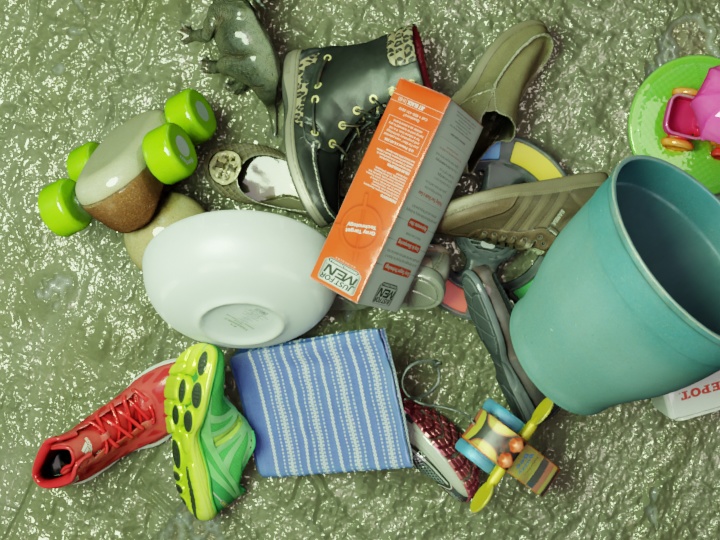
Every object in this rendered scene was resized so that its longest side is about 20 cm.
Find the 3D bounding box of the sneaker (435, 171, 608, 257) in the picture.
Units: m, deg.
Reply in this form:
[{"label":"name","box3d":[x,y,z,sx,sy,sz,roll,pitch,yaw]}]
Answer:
[{"label":"sneaker","box3d":[0.165,-0.048,0.980,0.197,0.070,0.077,-11,88,-5]}]

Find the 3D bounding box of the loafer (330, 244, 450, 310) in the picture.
[{"label":"loafer","box3d":[0.000,0.000,1.025,0.197,0.063,0.072,4,136,21]}]

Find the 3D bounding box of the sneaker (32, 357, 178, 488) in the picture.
[{"label":"sneaker","box3d":[-0.253,0.169,1.013,0.199,0.116,0.079,-40,90,2]}]

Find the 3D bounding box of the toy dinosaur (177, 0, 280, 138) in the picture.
[{"label":"toy dinosaur","box3d":[-0.122,-0.229,0.997,0.077,0.101,0.203,-26,109,-41]}]

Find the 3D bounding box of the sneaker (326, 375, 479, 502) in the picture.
[{"label":"sneaker","box3d":[0.043,0.174,1.031,0.199,0.081,0.075,40,108,9]}]

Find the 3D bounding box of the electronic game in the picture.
[{"label":"electronic game","box3d":[0.138,-0.046,1.035,0.197,0.042,0.203,0,92,1]}]

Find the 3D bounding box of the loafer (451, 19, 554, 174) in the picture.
[{"label":"loafer","box3d":[0.140,-0.170,0.998,0.067,0.076,0.201,36,82,28]}]

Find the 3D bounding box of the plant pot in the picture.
[{"label":"plant pot","box3d":[0.245,0.032,0.894,0.200,0.200,0.188,43,131,0]}]

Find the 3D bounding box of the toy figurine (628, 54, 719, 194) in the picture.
[{"label":"toy figurine","box3d":[0.385,-0.146,0.955,0.197,0.184,0.152,13,92,0]}]

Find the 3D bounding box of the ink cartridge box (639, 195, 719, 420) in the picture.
[{"label":"ink cartridge box","box3d":[0.355,0.035,1.010,0.143,0.084,0.203,-16,91,3]}]

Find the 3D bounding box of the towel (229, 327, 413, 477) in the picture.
[{"label":"towel","box3d":[-0.045,0.141,1.008,0.198,0.024,0.147,-11,92,33]}]

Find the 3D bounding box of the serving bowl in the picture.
[{"label":"serving bowl","box3d":[-0.116,0.024,0.953,0.197,0.201,0.067,-5,58,1]}]

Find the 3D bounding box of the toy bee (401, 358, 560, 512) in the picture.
[{"label":"toy bee","box3d":[0.134,0.178,0.950,0.198,0.109,0.133,15,98,-27]}]

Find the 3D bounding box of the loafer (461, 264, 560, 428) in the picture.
[{"label":"loafer","box3d":[0.163,0.073,1.009,0.062,0.072,0.202,-27,115,-8]}]

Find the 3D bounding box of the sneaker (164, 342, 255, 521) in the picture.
[{"label":"sneaker","box3d":[-0.156,0.163,1.020,0.083,0.074,0.203,-18,121,-39]}]

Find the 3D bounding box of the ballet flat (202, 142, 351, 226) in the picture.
[{"label":"ballet flat","box3d":[-0.075,-0.088,1.036,0.198,0.046,0.068,21,91,1]}]

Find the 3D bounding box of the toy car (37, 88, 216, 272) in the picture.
[{"label":"toy car","box3d":[-0.199,-0.053,1.010,0.163,0.159,0.201,-22,118,20]}]

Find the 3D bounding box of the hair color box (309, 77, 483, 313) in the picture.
[{"label":"hair color box","box3d":[0.036,-0.067,0.916,0.061,0.101,0.202,26,94,25]}]

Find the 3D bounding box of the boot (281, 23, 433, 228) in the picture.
[{"label":"boot","box3d":[0.001,-0.153,0.984,0.149,0.073,0.203,-13,64,16]}]
